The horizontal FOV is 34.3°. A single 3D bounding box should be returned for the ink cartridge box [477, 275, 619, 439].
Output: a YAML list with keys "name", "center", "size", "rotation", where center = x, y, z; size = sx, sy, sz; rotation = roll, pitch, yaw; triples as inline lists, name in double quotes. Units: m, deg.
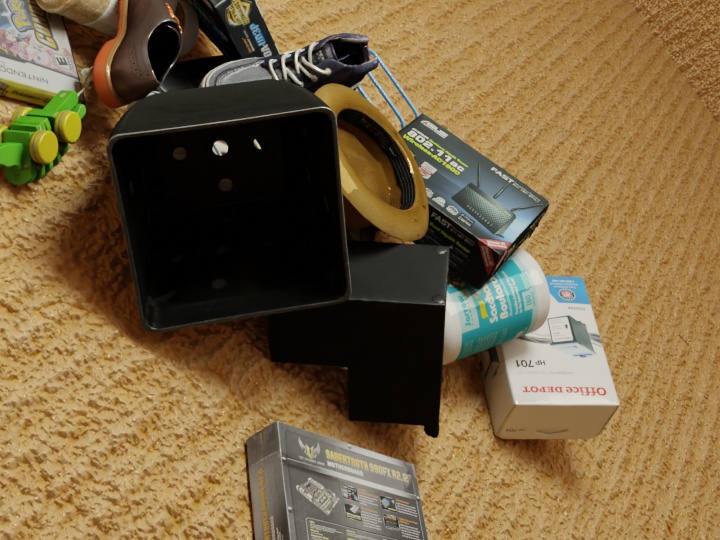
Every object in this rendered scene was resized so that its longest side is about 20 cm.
- name: "ink cartridge box"
  center: [0.233, 0.109, 1.506]
  size: [0.146, 0.086, 0.201]
  rotation: [2, 51, -15]

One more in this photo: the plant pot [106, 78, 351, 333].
- name: "plant pot"
  center: [-0.127, -0.082, 1.117]
  size: [0.178, 0.198, 0.201]
  rotation: [-110, -167, -60]

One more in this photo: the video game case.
- name: "video game case"
  center: [-0.370, -0.259, 1.148]
  size: [0.180, 0.025, 0.201]
  rotation: [10, 53, -49]

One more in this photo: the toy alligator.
- name: "toy alligator"
  center: [-0.292, -0.131, 1.106]
  size: [0.200, 0.059, 0.054]
  rotation: [-59, 151, -52]

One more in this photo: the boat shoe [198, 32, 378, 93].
- name: "boat shoe"
  center: [-0.073, -0.214, 1.250]
  size: [0.199, 0.093, 0.075]
  rotation: [-17, 78, -38]

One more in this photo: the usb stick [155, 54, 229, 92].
- name: "usb stick"
  center: [-0.187, -0.221, 1.353]
  size: [0.056, 0.033, 0.200]
  rotation: [51, 31, 6]

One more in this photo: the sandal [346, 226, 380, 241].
- name: "sandal"
  center: [-0.004, -0.064, 1.424]
  size: [0.082, 0.054, 0.200]
  rotation: [59, 22, -11]

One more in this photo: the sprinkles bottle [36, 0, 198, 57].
- name: "sprinkles bottle"
  center: [-0.258, -0.283, 1.253]
  size: [0.200, 0.068, 0.068]
  rotation: [10, 53, -60]

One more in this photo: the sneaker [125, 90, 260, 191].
- name: "sneaker"
  center: [-0.168, -0.128, 1.251]
  size: [0.200, 0.078, 0.080]
  rotation: [46, 35, -29]

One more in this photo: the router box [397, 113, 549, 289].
- name: "router box"
  center: [0.106, -0.086, 1.378]
  size: [0.200, 0.062, 0.150]
  rotation: [37, 40, 9]

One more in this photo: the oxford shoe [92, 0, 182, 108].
- name: "oxford shoe"
  center: [-0.207, -0.244, 1.189]
  size: [0.071, 0.072, 0.201]
  rotation: [57, 33, -45]

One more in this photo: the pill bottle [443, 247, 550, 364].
- name: "pill bottle"
  center: [0.120, 0.047, 1.395]
  size: [0.199, 0.111, 0.111]
  rotation: [-18, 73, -27]

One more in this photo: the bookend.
- name: "bookend"
  center: [-0.008, 0.072, 1.240]
  size: [0.092, 0.198, 0.201]
  rotation: [-81, 172, -48]

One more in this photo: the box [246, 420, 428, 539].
- name: "box"
  center: [-0.016, 0.247, 1.130]
  size: [0.200, 0.048, 0.159]
  rotation: [24, 42, -40]

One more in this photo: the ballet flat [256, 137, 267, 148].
- name: "ballet flat"
  center: [-0.104, -0.126, 1.348]
  size: [0.057, 0.066, 0.201]
  rotation: [-28, 92, -58]

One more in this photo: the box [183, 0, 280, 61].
- name: "box"
  center: [-0.170, -0.313, 1.320]
  size: [0.200, 0.046, 0.159]
  rotation: [49, -8, 29]

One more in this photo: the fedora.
- name: "fedora"
  center: [-0.009, -0.101, 1.242]
  size: [0.200, 0.082, 0.201]
  rotation: [40, 33, -33]

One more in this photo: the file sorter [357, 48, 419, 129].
- name: "file sorter"
  center: [-0.035, -0.181, 1.433]
  size: [0.139, 0.123, 0.200]
  rotation: [54, 32, -1]
